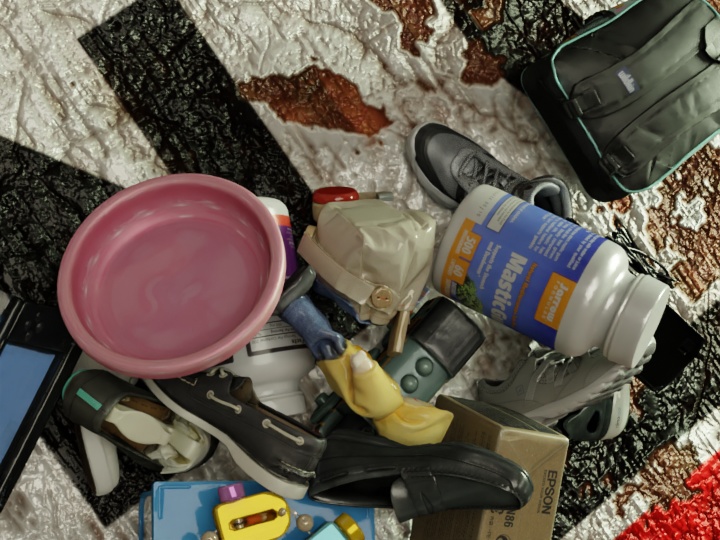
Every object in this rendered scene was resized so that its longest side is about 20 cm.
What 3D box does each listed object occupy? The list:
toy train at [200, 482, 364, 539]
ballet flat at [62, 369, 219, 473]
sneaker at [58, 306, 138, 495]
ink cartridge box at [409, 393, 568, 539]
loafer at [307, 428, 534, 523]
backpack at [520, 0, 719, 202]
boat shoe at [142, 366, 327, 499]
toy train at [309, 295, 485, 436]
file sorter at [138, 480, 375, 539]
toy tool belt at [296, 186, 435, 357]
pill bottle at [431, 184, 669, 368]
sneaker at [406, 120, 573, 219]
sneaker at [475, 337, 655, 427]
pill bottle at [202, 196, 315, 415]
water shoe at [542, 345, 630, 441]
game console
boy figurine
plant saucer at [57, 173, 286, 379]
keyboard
[{"bbox_3d":[-0.082,0.263,1.390,0.198,0.056,0.152,14,78,-12],"label":"toy train"},{"bbox_3d":[-0.181,0.145,1.446,0.200,0.068,0.068,28,90,-49],"label":"ballet flat"},{"bbox_3d":[-0.223,0.100,1.488,0.084,0.073,0.202,-5,81,-15],"label":"sneaker"},{"bbox_3d":[0.110,0.229,1.499,0.074,0.165,0.202,9,94,-17],"label":"ink cartridge box"},{"bbox_3d":[0.049,0.184,1.394,0.199,0.068,0.071,5,51,25],"label":"loafer"},{"bbox_3d":[0.279,-0.183,1.649,0.199,0.153,0.176,-35,95,-10],"label":"backpack"},{"bbox_3d":[-0.111,0.119,1.423,0.200,0.074,0.061,36,101,32],"label":"boat shoe"},{"bbox_3d":[0.033,0.107,1.546,0.085,0.114,0.200,46,71,-5],"label":"toy train"},{"bbox_3d":[-0.098,0.262,1.475,0.198,0.123,0.140,2,80,-17],"label":"file sorter"},{"bbox_3d":[0.000,0.000,1.531,0.124,0.200,0.124,-6,106,-19],"label":"toy tool belt"},{"bbox_3d":[0.175,0.010,1.495,0.199,0.112,0.113,26,72,18],"label":"pill bottle"},{"bbox_3d":[0.138,-0.083,1.610,0.200,0.114,0.076,42,71,-7],"label":"sneaker"},{"bbox_3d":[0.188,0.098,1.568,0.075,0.199,0.082,-3,65,-60],"label":"sneaker"},{"bbox_3d":[-0.105,0.039,1.515,0.111,0.112,0.202,-9,84,-18],"label":"pill bottle"},{"bbox_3d":[0.220,0.069,1.632,0.078,0.071,0.202,-4,83,-20],"label":"water shoe"},{"bbox_3d":[-0.357,0.098,1.429,0.116,0.175,0.201,37,71,-38],"label":"game console"},{"bbox_3d":[0.000,0.086,1.432,0.200,0.124,0.064,45,82,-3],"label":"boy figurine"},{"bbox_3d":[-0.159,0.010,1.412,0.199,0.051,0.202,-5,57,7],"label":"plant saucer"},{"bbox_3d":[0.255,0.023,1.595,0.200,0.040,0.104,41,105,-19],"label":"keyboard"}]
